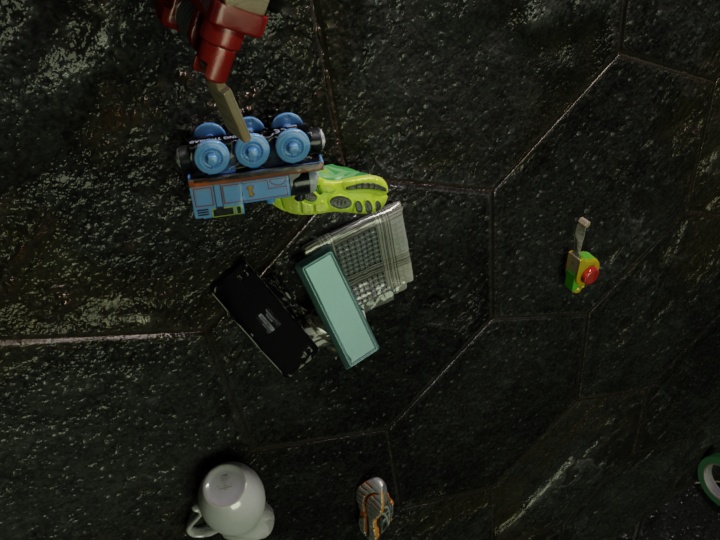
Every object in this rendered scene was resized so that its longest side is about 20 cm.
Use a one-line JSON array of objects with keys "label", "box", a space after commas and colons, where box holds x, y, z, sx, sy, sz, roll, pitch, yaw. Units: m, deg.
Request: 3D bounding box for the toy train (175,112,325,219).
[{"label": "toy train", "box": [-0.142, -0.139, 0.974, 0.197, 0.087, 0.116, -9, 124, -9]}]

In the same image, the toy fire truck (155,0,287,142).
[{"label": "toy fire truck", "box": [-0.163, -0.263, 0.817, 0.127, 0.176, 0.202, 5, 121, -38]}]

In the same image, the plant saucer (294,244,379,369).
[{"label": "plant saucer", "box": [-0.034, 0.063, 1.185, 0.069, 0.019, 0.202, -30, 109, -15]}]

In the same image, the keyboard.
[{"label": "keyboard", "box": [-0.139, 0.068, 1.162, 0.104, 0.040, 0.201, -36, 110, 4]}]

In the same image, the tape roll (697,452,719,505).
[{"label": "tape roll", "box": [1.361, 0.787, 2.740, 0.048, 0.201, 0.203, -15, 131, -25]}]

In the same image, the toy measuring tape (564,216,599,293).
[{"label": "toy measuring tape", "box": [0.474, -0.034, 1.542, 0.073, 0.074, 0.202, -21, 133, -21]}]

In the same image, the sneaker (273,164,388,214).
[{"label": "sneaker", "box": [-0.060, -0.120, 1.079, 0.197, 0.084, 0.075, 7, 101, -18]}]

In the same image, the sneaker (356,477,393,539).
[{"label": "sneaker", "box": [0.040, 0.535, 1.681, 0.077, 0.078, 0.202, -28, 140, -33]}]

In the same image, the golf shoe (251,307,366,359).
[{"label": "golf shoe", "box": [-0.083, 0.094, 1.226, 0.196, 0.078, 0.096, 2, 107, -15]}]

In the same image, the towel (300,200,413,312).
[{"label": "towel", "box": [0.000, 0.000, 1.248, 0.191, 0.035, 0.202, -26, 135, -17]}]

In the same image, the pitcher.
[{"label": "pitcher", "box": [-0.257, 0.445, 1.367, 0.169, 0.122, 0.201, -14, 144, -6]}]
